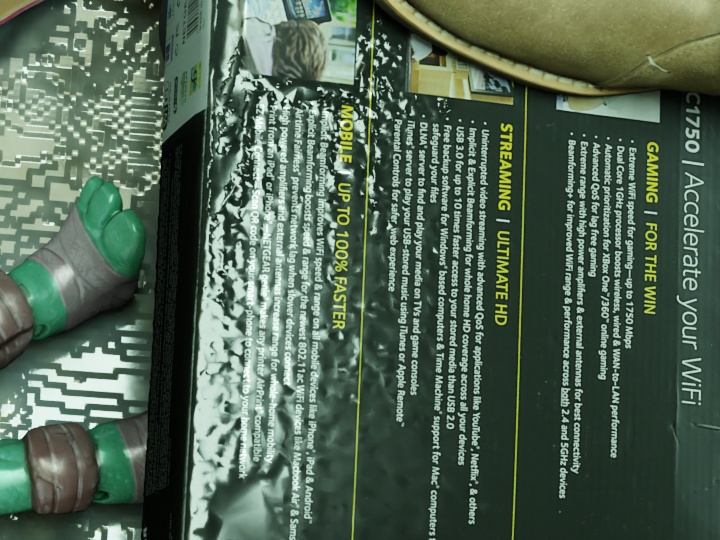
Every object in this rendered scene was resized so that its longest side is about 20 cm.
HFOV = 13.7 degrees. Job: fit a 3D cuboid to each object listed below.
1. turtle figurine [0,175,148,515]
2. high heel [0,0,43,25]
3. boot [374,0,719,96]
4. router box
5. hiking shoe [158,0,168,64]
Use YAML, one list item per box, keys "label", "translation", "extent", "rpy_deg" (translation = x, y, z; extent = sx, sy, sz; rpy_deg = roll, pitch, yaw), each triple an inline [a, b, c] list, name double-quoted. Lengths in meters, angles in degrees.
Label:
- label: "turtle figurine"
  translation: [-0.143, 0.051, 0.855]
  extent: [0.199, 0.101, 0.151]
  rpy_deg: [-21, 95, -26]
- label: "high heel"
  translation: [-0.071, -0.097, 0.910]
  extent: [0.200, 0.068, 0.096]
  rpy_deg: [-38, 73, -16]
- label: "boot"
  translation: [0.095, -0.073, 0.755]
  extent: [0.199, 0.075, 0.074]
  rpy_deg: [14, 90, -14]
- label: "router box"
  translation: [0.022, 0.002, 0.785]
  extent: [0.148, 0.051, 0.201]
  rpy_deg: [6, 78, -16]
- label: "hiking shoe"
  translation: [0.000, 0.000, 0.840]
  extent: [0.075, 0.101, 0.201]
  rpy_deg: [-21, 113, 12]
